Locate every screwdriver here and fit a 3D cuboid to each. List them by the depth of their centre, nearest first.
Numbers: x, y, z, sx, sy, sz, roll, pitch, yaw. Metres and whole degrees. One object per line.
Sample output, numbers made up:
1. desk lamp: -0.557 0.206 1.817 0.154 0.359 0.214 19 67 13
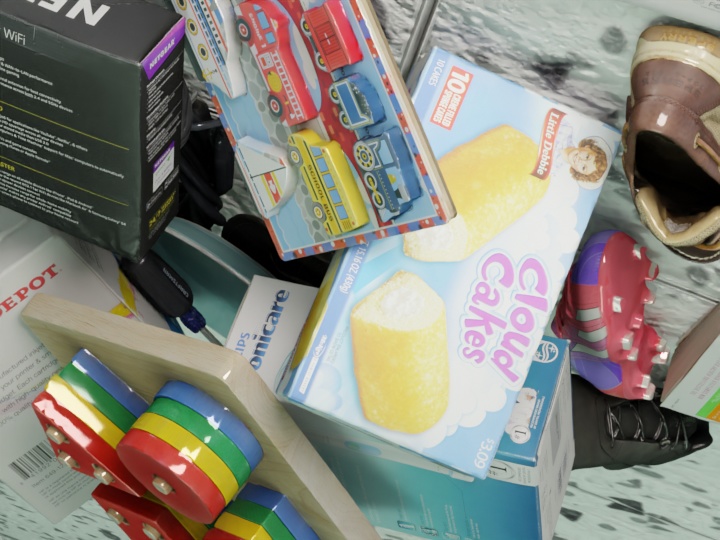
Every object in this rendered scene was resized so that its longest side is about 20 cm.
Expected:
1. screwdriver: -0.102 0.050 1.162 0.200 0.028 0.029 52 -173 -36

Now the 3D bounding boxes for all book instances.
1. book: 0.312 0.079 1.078 0.200 0.048 0.134 20 156 -1

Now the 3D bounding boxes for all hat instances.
1. hat: 0.000 0.000 1.099 0.200 0.081 0.201 32 165 10

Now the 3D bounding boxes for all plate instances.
1. plate: -0.087 0.015 1.131 0.200 0.026 0.200 33 165 10

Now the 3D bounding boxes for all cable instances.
1. cable: -0.160 -0.081 1.103 0.163 0.051 0.200 20 160 2

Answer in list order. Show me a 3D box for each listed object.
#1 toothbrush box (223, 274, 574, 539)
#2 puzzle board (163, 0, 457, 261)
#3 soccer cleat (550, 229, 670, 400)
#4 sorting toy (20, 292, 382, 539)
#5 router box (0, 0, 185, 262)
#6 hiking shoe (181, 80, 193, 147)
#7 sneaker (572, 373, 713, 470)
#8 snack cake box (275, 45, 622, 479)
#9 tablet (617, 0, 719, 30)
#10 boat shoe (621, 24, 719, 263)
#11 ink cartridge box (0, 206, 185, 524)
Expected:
1. toothbrush box: 0.024 0.093 1.014 0.200 0.085 0.146 10 148 16
2. puzzle board: -0.040 -0.104 0.818 0.151 0.017 0.200 -12 103 54
3. soccer cleat: 0.152 0.029 1.077 0.076 0.067 0.200 16 162 23
4. sorting toy: -0.106 0.119 0.994 0.200 0.070 0.199 13 146 45
5. router box: -0.195 -0.103 0.906 0.200 0.051 0.149 22 139 11
6. hiking shoe: -0.191 -0.125 0.992 0.200 0.076 0.101 32 153 -4
7. sneaker: 0.188 0.106 1.190 0.091 0.076 0.200 -8 173 32
8. snack cake box: 0.047 -0.003 0.889 0.115 0.200 0.067 23 174 -7
9. tablet: 0.166 -0.137 0.721 0.200 0.014 0.130 17 159 7
10. boat shoe: 0.165 -0.045 0.865 0.072 0.072 0.200 14 158 17
11. ink cartridge box: -0.223 0.036 1.123 0.200 0.147 0.145 54 -179 -43
